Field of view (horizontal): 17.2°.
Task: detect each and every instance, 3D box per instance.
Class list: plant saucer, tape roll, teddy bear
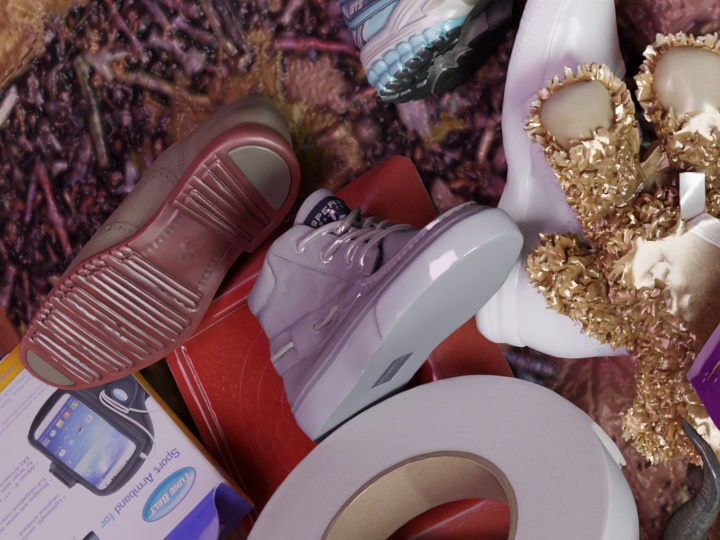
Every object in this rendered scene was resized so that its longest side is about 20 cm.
[{"bbox_3d":[-0.014,0.071,1.248,0.199,0.037,0.201,-31,80,35],"label":"plant saucer"},{"bbox_3d":[0.033,0.137,1.106,0.202,0.203,0.037,-4,139,36],"label":"tape roll"},{"bbox_3d":[0.146,-0.010,1.082,0.145,0.067,0.200,-35,104,5],"label":"teddy bear"}]

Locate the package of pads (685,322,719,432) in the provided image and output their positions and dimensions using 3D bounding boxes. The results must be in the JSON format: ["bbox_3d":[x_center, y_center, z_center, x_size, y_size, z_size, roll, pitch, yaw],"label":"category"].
[{"bbox_3d":[0.225,0.002,0.988,0.076,0.121,0.200,30,103,-17],"label":"package of pads"}]

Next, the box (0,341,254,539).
[{"bbox_3d":[-0.144,0.117,1.282,0.119,0.041,0.200,-45,51,-1],"label":"box"}]

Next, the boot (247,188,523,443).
[{"bbox_3d":[0.000,0.000,1.137,0.096,0.073,0.200,59,143,15],"label":"boot"}]

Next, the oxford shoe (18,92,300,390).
[{"bbox_3d":[-0.105,-0.014,1.271,0.200,0.075,0.070,-40,117,20],"label":"oxford shoe"}]

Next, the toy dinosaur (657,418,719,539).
[{"bbox_3d":[0.147,0.168,1.089,0.077,0.102,0.201,-15,94,10],"label":"toy dinosaur"}]

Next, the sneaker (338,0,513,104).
[{"bbox_3d":[0.054,-0.169,1.132,0.200,0.077,0.086,-43,70,33],"label":"sneaker"}]

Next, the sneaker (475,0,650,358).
[{"bbox_3d":[0.112,-0.054,1.124,0.088,0.075,0.201,14,113,20],"label":"sneaker"}]
